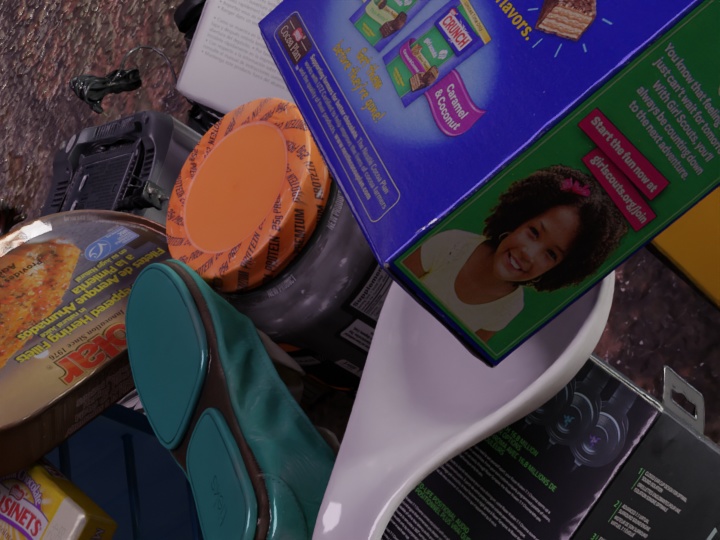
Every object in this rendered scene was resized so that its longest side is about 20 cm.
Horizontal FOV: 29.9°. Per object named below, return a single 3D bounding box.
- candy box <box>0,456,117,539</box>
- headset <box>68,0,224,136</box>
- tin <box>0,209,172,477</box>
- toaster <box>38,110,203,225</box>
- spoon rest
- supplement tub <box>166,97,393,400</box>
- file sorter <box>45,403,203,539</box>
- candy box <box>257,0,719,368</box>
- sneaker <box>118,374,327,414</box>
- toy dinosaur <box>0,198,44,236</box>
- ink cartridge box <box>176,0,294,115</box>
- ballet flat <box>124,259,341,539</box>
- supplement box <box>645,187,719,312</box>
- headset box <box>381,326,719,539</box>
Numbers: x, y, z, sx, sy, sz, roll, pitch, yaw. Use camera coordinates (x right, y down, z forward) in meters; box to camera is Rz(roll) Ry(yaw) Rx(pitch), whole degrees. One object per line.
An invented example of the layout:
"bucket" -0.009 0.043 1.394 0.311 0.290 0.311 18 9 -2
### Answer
"candy box" -0.201 0.121 0.664 0.199 0.026 0.103 28 89 43
"headset" -0.092 -0.130 0.876 0.198 0.094 0.125 1 103 35
"tin" -0.162 0.033 0.666 0.111 0.042 0.199 23 38 27
"toaster" -0.125 -0.027 0.880 0.199 0.128 0.115 -6 62 55
"spoon rest" 0.031 0.055 0.494 0.099 0.060 0.202 10 74 44
"supplement tub" 0.000 0.000 0.709 0.122 0.199 0.124 -23 52 32
"file sorter" -0.132 0.171 0.735 0.138 0.199 0.124 -33 50 24
"candy box" 0.075 -0.096 0.487 0.200 0.077 0.170 -41 41 13
"sneaker" -0.098 0.070 0.855 0.199 0.076 0.088 -35 40 17
"toy dinosaur" -0.250 0.038 1.045 0.200 0.103 0.184 133 140 -72
"ink cartridge box" 0.017 -0.143 0.755 0.044 0.198 0.175 -76 10 -70
"ballet flat" -0.049 0.066 0.585 0.068 0.070 0.200 -63 33 21
"supplement box" 0.142 -0.093 0.632 0.133 0.197 0.200 -49 42 8
"headset box" 0.086 0.134 0.568 0.201 0.173 0.093 -55 42 3
